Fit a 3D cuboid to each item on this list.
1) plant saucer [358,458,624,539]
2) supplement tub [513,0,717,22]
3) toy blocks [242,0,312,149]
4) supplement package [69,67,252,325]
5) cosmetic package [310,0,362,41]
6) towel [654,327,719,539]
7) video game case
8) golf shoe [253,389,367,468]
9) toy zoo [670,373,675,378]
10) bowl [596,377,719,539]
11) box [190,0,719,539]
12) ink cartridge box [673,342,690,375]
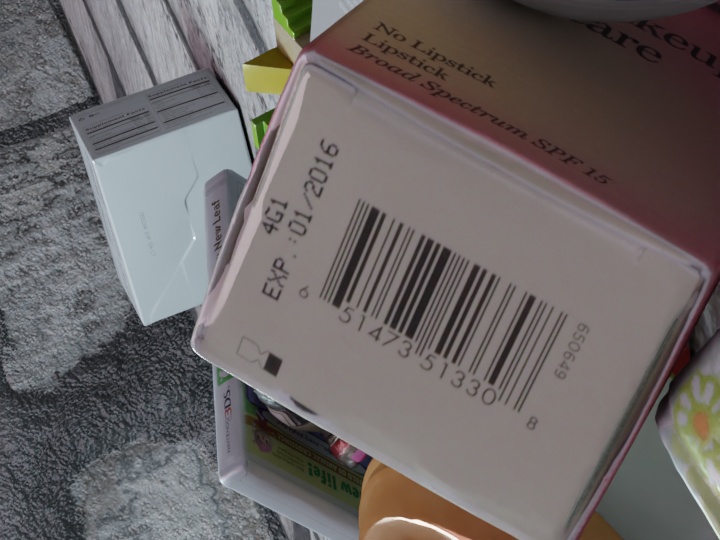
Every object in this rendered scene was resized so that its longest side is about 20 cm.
[{"bbox_3d":[0.065,0.155,0.820,0.200,0.037,0.201,39,150,28],"label":"plant saucer"},{"bbox_3d":[0.076,-0.175,0.523,0.200,0.145,0.146,92,156,-65],"label":"supplement tub"},{"bbox_3d":[0.008,-0.076,1.253,0.137,0.100,0.201,50,159,33],"label":"toy blocks"},{"bbox_3d":[-0.187,-0.076,2.041,0.111,0.155,0.201,-126,19,-54],"label":"supplement package"},{"bbox_3d":[0.037,-0.097,0.884,0.090,0.106,0.201,-122,26,-47],"label":"cosmetic package"},{"bbox_3d":[0.168,0.038,0.457,0.200,0.048,0.172,-50,54,33],"label":"towel"},{"bbox_3d":[0.000,0.064,1.006,0.200,0.022,0.183,33,-143,-38],"label":"video game case"},{"bbox_3d":[0.000,0.000,0.961,0.092,0.073,0.200,36,-144,-8],"label":"golf shoe"},{"bbox_3d":[0.109,0.084,0.892,0.200,0.020,0.131,55,149,-9],"label":"toy zoo"},{"bbox_3d":[0.140,0.153,0.821,0.200,0.075,0.200,34,147,33],"label":"bowl"},{"bbox_3d":[0.056,-0.028,0.621,0.127,0.200,0.109,28,123,9],"label":"box"},{"bbox_3d":[0.111,0.057,0.988,0.116,0.067,0.201,-123,17,-49],"label":"ink cartridge box"}]
